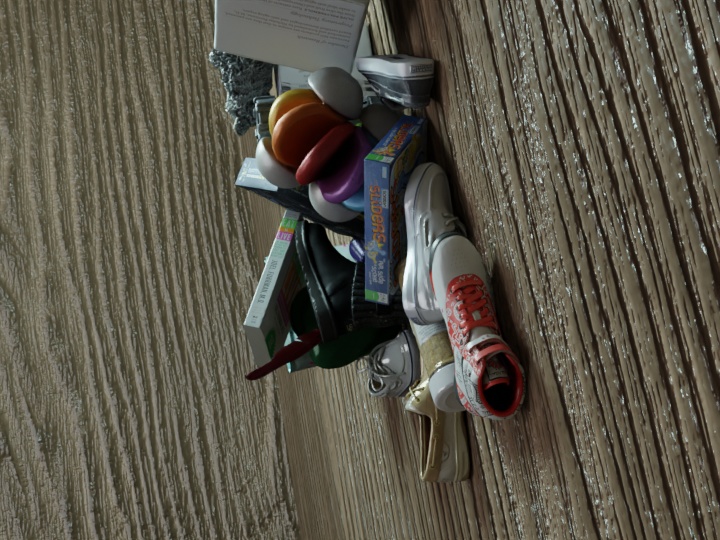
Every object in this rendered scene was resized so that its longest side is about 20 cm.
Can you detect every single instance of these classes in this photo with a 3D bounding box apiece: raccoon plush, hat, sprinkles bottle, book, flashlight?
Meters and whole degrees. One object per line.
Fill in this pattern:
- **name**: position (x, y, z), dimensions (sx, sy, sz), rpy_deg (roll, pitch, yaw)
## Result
- **raccoon plush**: position (-0.162, -0.269, 1.578), dimensions (0.200, 0.096, 0.135), rpy_deg (-138, 35, -77)
- **hat**: position (-0.035, 0.123, 1.548), dimensions (0.177, 0.199, 0.166), rpy_deg (-87, -25, -52)
- **sprinkles bottle**: position (0.096, 0.070, 1.285), dimensions (0.069, 0.068, 0.201), rpy_deg (97, 163, -50)
- **book**: position (-0.124, 0.028, 1.601), dimensions (0.134, 0.048, 0.201), rpy_deg (82, -158, -60)
- **flashlight**: position (-0.048, -0.215, 1.490), dimensions (0.068, 0.198, 0.068), rpy_deg (-117, 22, -62)

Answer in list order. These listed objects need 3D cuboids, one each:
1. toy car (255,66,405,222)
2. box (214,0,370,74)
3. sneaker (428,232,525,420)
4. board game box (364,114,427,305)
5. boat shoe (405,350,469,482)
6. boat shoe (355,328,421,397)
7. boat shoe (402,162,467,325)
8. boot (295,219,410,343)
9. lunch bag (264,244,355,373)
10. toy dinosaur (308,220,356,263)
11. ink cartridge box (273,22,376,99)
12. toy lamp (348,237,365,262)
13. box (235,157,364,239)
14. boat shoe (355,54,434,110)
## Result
- **toy car**: position (-0.031, -0.150, 1.396), dimensions (0.175, 0.199, 0.150), rpy_deg (-50, 22, 19)
- **box**: position (-0.079, -0.398, 1.421), dimensions (0.172, 0.198, 0.200), rpy_deg (107, 174, -65)
- **sneaker**: position (0.128, 0.059, 1.134), dimensions (0.108, 0.067, 0.203), rpy_deg (-165, 65, -77)
- **board game box**: position (0.045, -0.077, 1.350), dimensions (0.136, 0.034, 0.201), rpy_deg (-53, -30, -50)
- **boat shoe**: position (0.092, 0.172, 1.365), dimensions (0.074, 0.069, 0.202), rpy_deg (139, 123, -76)
- **boat shoe**: position (0.037, 0.142, 1.572), dimensions (0.202, 0.085, 0.075), rpy_deg (112, 149, -68)
- **boat shoe**: position (0.095, -0.035, 1.253), dimensions (0.065, 0.073, 0.202), rpy_deg (-13, 69, 41)
- **boot**: position (0.000, 0.002, 1.495), dimensions (0.080, 0.157, 0.212), rpy_deg (80, 174, -56)
- **lunch bag**: position (-0.063, 0.049, 1.795), dimensions (0.122, 0.169, 0.201), rpy_deg (103, 154, -63)
- **toy dinosaur**: position (-0.034, 0.000, 1.659), dimensions (0.200, 0.060, 0.106), rpy_deg (48, 175, 4)
- **ink cartridge box**: position (-0.050, -0.261, 1.606), dimensions (0.086, 0.145, 0.202), rpy_deg (121, 141, -75)
- **toy lamp**: position (-0.003, -0.066, 1.724), dimensions (0.200, 0.058, 0.059), rpy_deg (-110, 17, -56)
- **box**: position (-0.069, -0.105, 1.598), dimensions (0.157, 0.199, 0.051), rpy_deg (14, 80, 61)
- **boat shoe**: position (0.044, -0.240, 1.366), dimensions (0.200, 0.071, 0.068), rpy_deg (-146, 51, -66)
